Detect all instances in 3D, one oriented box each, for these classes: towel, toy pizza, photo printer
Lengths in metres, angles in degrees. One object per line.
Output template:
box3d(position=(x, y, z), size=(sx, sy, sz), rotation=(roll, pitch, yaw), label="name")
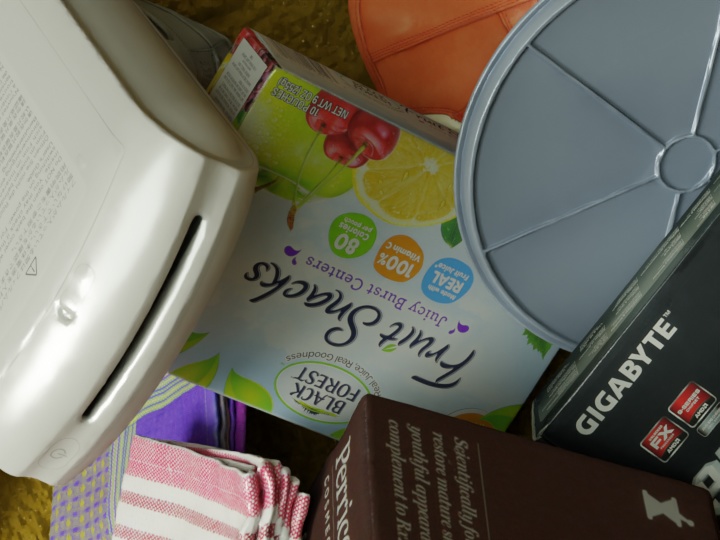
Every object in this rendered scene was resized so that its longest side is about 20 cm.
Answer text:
box3d(position=(-0.106, 0.080, 1.018), size=(0.143, 0.023, 0.201), rotation=(-25, 56, 41), label="towel")
box3d(position=(0.134, -0.052, 0.921), size=(0.199, 0.032, 0.201), rotation=(-6, 118, -10), label="toy pizza")
box3d(position=(-0.087, 0.171, 0.900), size=(0.146, 0.030, 0.201), rotation=(2, 76, 61), label="towel")
box3d(position=(-0.123, -0.022, 0.882), size=(0.167, 0.069, 0.200), rotation=(-58, 38, 15), label="photo printer")

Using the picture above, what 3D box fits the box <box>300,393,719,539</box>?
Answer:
box3d(position=(0.038, 0.190, 0.869), size=(0.164, 0.166, 0.200), rotation=(17, 127, -17), label="box")

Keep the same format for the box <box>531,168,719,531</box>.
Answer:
box3d(position=(0.193, 0.034, 0.911), size=(0.159, 0.046, 0.200), rotation=(36, 105, -8), label="box")

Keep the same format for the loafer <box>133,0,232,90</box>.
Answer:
box3d(position=(-0.154, -0.122, 1.065), size=(0.199, 0.070, 0.070), rotation=(18, 97, 21), label="loafer")

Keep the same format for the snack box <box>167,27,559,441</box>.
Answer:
box3d(position=(0.000, 0.000, 0.947), size=(0.142, 0.200, 0.053), rotation=(-58, 32, 15), label="snack box")

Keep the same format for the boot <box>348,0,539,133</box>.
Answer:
box3d(position=(0.080, -0.110, 0.960), size=(0.200, 0.075, 0.108), rotation=(-6, 92, 42), label="boot")
